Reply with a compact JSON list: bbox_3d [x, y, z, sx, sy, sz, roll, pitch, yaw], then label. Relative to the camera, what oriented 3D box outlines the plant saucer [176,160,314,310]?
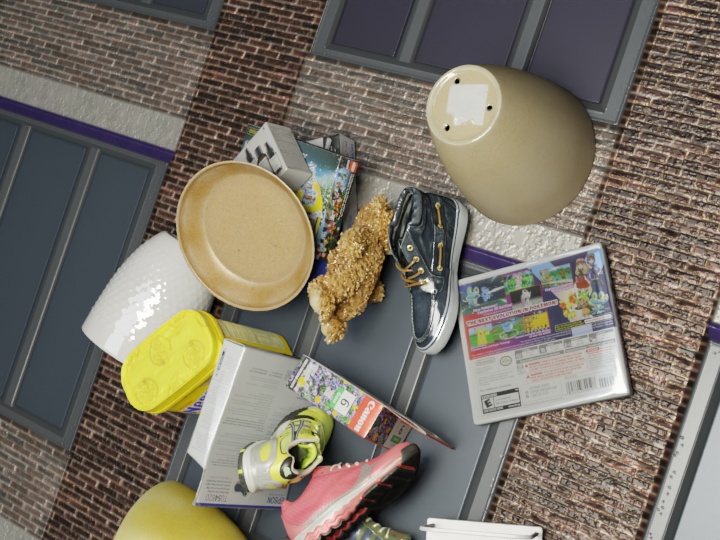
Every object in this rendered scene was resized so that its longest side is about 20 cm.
[{"bbox_3d":[-0.143,-0.048,1.432,0.198,0.035,0.203,9,114,21],"label":"plant saucer"}]

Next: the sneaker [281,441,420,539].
[{"bbox_3d":[-0.019,0.259,1.345,0.200,0.074,0.087,-40,60,6],"label":"sneaker"}]

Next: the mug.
[{"bbox_3d":[-0.292,0.035,1.582,0.176,0.147,0.200,-58,30,1],"label":"mug"}]

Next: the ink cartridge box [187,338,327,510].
[{"bbox_3d":[-0.134,0.200,1.415,0.040,0.199,0.202,16,86,32],"label":"ink cartridge box"}]

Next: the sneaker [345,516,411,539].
[{"bbox_3d":[0.022,0.342,1.381,0.089,0.067,0.202,-32,66,12],"label":"sneaker"}]

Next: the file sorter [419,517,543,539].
[{"bbox_3d":[0.129,0.389,1.254,0.137,0.124,0.203,2,81,13],"label":"file sorter"}]

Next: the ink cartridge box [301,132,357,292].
[{"bbox_3d":[-0.053,-0.077,1.514,0.093,0.044,0.203,-9,76,30],"label":"ink cartridge box"}]

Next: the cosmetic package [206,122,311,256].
[{"bbox_3d":[-0.154,-0.098,1.483,0.200,0.050,0.083,-45,55,30],"label":"cosmetic package"}]

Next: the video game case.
[{"bbox_3d":[0.216,0.079,1.346,0.198,0.023,0.185,-16,73,27],"label":"video game case"}]

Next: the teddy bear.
[{"bbox_3d":[0.000,0.000,1.407,0.066,0.200,0.146,12,129,30],"label":"teddy bear"}]

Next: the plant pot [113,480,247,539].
[{"bbox_3d":[-0.212,0.387,1.426,0.141,0.200,0.203,12,86,25],"label":"plant pot"}]

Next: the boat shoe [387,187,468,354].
[{"bbox_3d":[0.073,-0.001,1.392,0.071,0.090,0.203,-8,70,55],"label":"boat shoe"}]

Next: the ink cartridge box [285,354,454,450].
[{"bbox_3d":[0.011,0.182,1.386,0.199,0.109,0.051,30,86,30],"label":"ink cartridge box"}]

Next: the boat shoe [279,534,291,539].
[{"bbox_3d":[-0.114,0.434,1.438,0.066,0.057,0.202,18,89,30],"label":"boat shoe"}]

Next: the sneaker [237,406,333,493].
[{"bbox_3d":[-0.074,0.225,1.385,0.076,0.200,0.076,-6,103,26],"label":"sneaker"}]

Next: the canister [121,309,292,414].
[{"bbox_3d":[-0.194,0.128,1.461,0.148,0.199,0.087,-38,64,17],"label":"canister"}]

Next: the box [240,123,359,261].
[{"bbox_3d":[-0.097,-0.107,1.492,0.199,0.037,0.138,24,100,43],"label":"box"}]

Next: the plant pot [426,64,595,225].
[{"bbox_3d":[0.161,-0.168,1.323,0.185,0.199,0.190,-6,76,27],"label":"plant pot"}]
